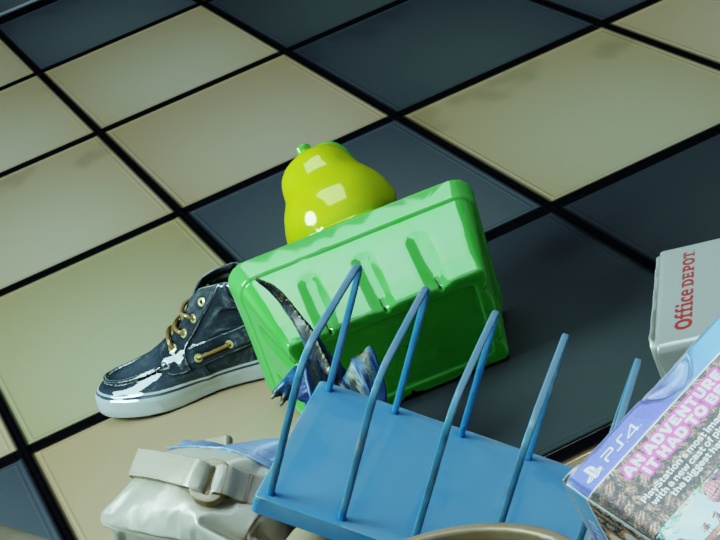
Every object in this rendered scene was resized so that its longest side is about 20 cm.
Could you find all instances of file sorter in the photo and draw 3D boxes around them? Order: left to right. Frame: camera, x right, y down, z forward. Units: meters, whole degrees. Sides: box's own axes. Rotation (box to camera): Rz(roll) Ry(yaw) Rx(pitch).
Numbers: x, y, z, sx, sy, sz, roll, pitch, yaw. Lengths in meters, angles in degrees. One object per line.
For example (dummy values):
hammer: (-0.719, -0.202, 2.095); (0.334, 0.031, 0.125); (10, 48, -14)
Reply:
file sorter: (0.058, 0.096, 1.252); (0.200, 0.123, 0.139); (18, 31, 8)

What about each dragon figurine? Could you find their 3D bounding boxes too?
dragon figurine: (-0.018, 0.088, 1.429); (0.059, 0.200, 0.099); (-7, -14, -22)

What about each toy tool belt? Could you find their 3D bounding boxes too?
toy tool belt: (-0.063, 0.152, 1.337); (0.200, 0.125, 0.123); (-1, 38, 41)

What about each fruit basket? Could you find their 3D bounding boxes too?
fruit basket: (0.000, 0.000, 1.591); (0.215, 0.156, 0.216); (-12, 37, 9)

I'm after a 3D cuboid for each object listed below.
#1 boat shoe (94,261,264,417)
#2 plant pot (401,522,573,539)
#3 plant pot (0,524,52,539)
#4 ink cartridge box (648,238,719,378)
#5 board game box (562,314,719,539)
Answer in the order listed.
boat shoe: (-0.134, 0.051, 1.676); (0.200, 0.091, 0.071); (-17, 22, 7)
plant pot: (0.047, 0.229, 1.103); (0.201, 0.093, 0.201); (-17, 23, 7)
plant pot: (-0.257, 0.230, 1.273); (0.173, 0.200, 0.200); (0, 25, 5)
ink cartridge box: (0.301, 0.030, 1.360); (0.200, 0.084, 0.144); (-12, 24, 16)
board game box: (0.237, 0.124, 1.050); (0.159, 0.097, 0.200); (-45, 48, -14)
